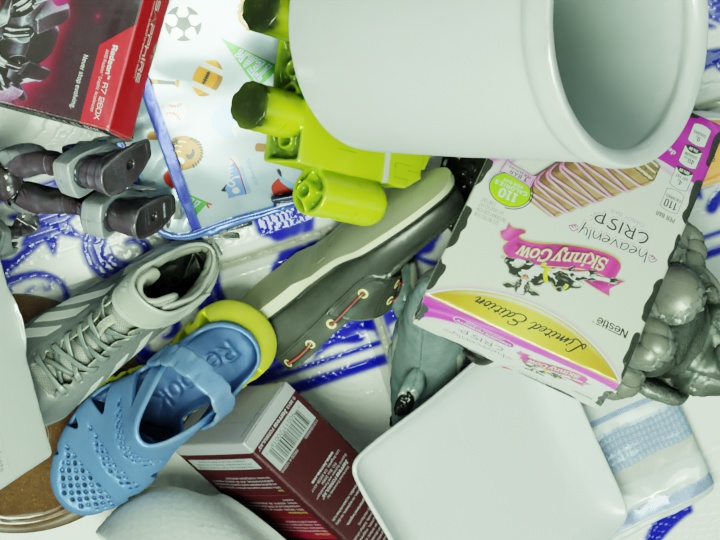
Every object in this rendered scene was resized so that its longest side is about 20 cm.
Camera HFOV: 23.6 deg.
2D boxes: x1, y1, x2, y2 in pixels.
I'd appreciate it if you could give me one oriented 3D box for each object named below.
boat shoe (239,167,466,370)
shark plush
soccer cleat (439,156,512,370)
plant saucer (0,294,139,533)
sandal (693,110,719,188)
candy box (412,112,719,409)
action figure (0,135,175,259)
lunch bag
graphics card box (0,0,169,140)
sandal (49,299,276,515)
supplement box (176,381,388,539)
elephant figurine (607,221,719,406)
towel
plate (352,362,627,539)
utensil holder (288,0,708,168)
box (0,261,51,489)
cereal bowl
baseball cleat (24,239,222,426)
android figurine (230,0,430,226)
[{"bbox_3d":[0.001,-0.001,1.211,0.201,0.074,0.063,-36,108,27],"label":"boat shoe"},{"bbox_3d":[0.033,0.073,1.256,0.091,0.083,0.200,27,121,0],"label":"shark plush"},{"bbox_3d":[0.102,-0.025,1.190,0.073,0.200,0.068,10,153,-33],"label":"soccer cleat"},{"bbox_3d":[-0.254,0.115,1.264,0.200,0.034,0.200,-3,114,-7],"label":"plant saucer"},{"bbox_3d":[0.180,-0.068,1.225,0.207,0.059,0.079,-14,114,-1],"label":"sandal"},{"bbox_3d":[0.136,-0.030,1.119,0.136,0.061,0.200,24,69,3],"label":"candy box"},{"bbox_3d":[-0.229,-0.062,1.147,0.200,0.069,0.130,9,128,22],"label":"action figure"},{"bbox_3d":[-0.103,-0.118,1.160,0.160,0.076,0.200,-16,114,2],"label":"lunch bag"},{"bbox_3d":[-0.226,-0.167,1.082,0.200,0.051,0.126,16,90,9],"label":"graphics card box"},{"bbox_3d":[-0.147,0.102,1.199,0.079,0.087,0.200,43,108,-8],"label":"sandal"},{"bbox_3d":[-0.033,0.169,1.271,0.200,0.109,0.061,47,61,-22],"label":"supplement box"},{"bbox_3d":[0.229,0.048,1.241,0.141,0.155,0.200,-34,144,27],"label":"elephant figurine"},{"bbox_3d":[0.176,0.127,1.331,0.147,0.024,0.200,-27,114,4],"label":"towel"},{"bbox_3d":[0.094,0.161,1.263,0.200,0.032,0.200,-38,114,-29],"label":"plate"},{"bbox_3d":[0.081,-0.147,1.040,0.170,0.200,0.170,-5,96,-49],"label":"utensil holder"},{"bbox_3d":[-0.331,0.048,1.117,0.200,0.131,0.199,7,117,36],"label":"box"},{"bbox_3d":[-0.093,0.223,1.257,0.200,0.200,0.083,45,75,-22],"label":"cereal bowl"},{"bbox_3d":[-0.181,0.038,1.180,0.200,0.106,0.070,-41,92,-13],"label":"baseball cleat"},{"bbox_3d":[-0.003,-0.121,1.130,0.200,0.041,0.182,12,84,-50],"label":"android figurine"}]
